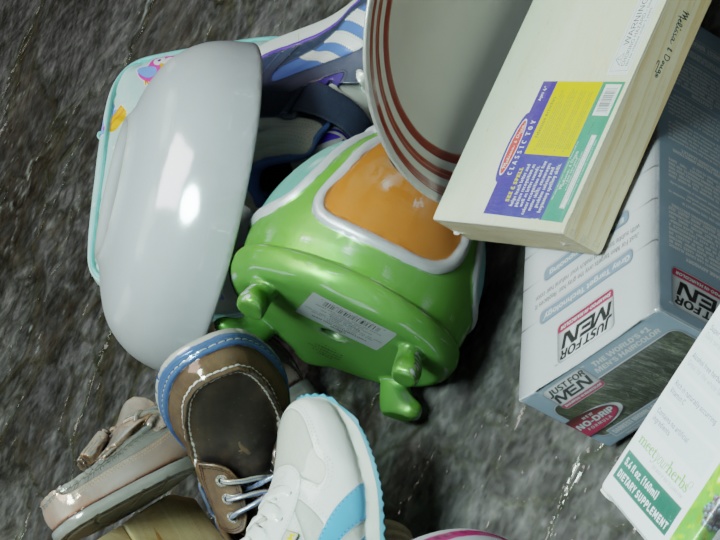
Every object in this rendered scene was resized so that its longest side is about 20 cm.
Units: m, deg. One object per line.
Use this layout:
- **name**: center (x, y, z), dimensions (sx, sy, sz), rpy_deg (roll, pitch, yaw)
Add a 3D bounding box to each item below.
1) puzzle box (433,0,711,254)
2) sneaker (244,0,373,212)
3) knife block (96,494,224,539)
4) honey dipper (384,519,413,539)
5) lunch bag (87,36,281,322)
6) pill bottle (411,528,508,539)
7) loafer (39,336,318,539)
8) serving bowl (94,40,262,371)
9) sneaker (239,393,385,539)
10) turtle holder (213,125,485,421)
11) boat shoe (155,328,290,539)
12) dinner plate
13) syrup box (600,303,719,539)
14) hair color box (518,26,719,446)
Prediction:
- **puzzle box**: center (0.115, -0.105, 1.121), dimensions (0.133, 0.025, 0.200), rpy_deg (11, 74, 64)
- **sneaker**: center (0.008, -0.101, 1.354), dimensions (0.200, 0.081, 0.147), rpy_deg (-23, 39, 19)
- **knife block**: center (-0.080, 0.212, 1.264), dimensions (0.064, 0.175, 0.200), rpy_deg (-66, -12, 15)
- **honey dipper**: center (-0.004, 0.125, 1.247), dimensions (0.038, 0.038, 0.200), rpy_deg (-57, 27, 13)
- **lunch bag**: center (-0.100, -0.060, 1.492), dimensions (0.160, 0.077, 0.200), rpy_deg (-10, 52, 18)
- **pill bottle**: center (0.076, 0.187, 0.947), dimensions (0.113, 0.113, 0.200), rpy_deg (-64, 25, -2)
- **loafer**: center (-0.114, 0.095, 1.329), dimensions (0.200, 0.063, 0.072), rpy_deg (-27, -9, -39)
- **serving bowl**: center (-0.113, -0.041, 1.307), dimensions (0.200, 0.066, 0.200), rpy_deg (-168, 90, -79)
- **sneaker**: center (-0.037, 0.157, 1.153), dimensions (0.077, 0.081, 0.200), rpy_deg (134, 142, -61)
- **turtle holder**: center (0.009, 0.002, 1.258), dimensions (0.141, 0.186, 0.132), rpy_deg (17, 72, 23)
- **boat shoe**: center (-0.058, 0.107, 1.248), dimensions (0.072, 0.200, 0.072), rpy_deg (-25, 54, -5)
- **dinner plate**: center (0.069, -0.131, 1.176), dimensions (0.024, 0.200, 0.200), rpy_deg (17, 80, 43)
- **syrup box**: center (0.192, 0.037, 0.911), dimensions (0.200, 0.081, 0.079), rpy_deg (-59, 26, 11)
- **hair color box**: center (0.134, -0.025, 1.107), dimensions (0.099, 0.061, 0.200), rpy_deg (-39, 34, 41)
